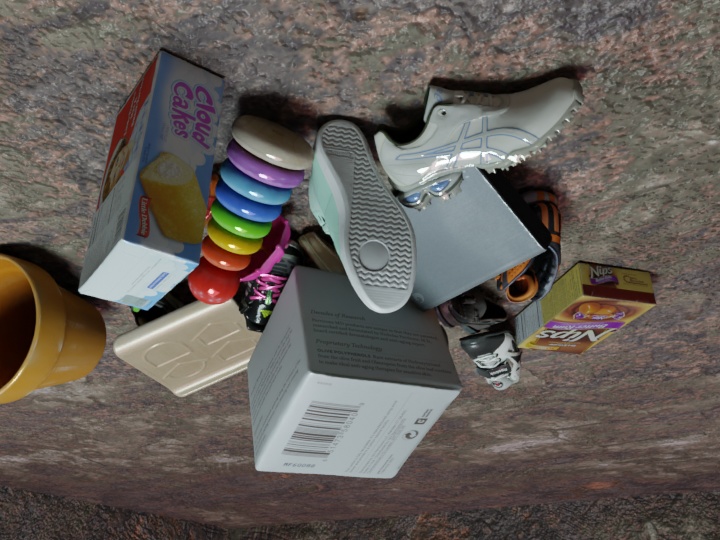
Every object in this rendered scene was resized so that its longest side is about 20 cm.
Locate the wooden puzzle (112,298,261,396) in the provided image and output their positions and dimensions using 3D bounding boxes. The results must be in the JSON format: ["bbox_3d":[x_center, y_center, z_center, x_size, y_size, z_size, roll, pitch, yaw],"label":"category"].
[{"bbox_3d":[-0.245,0.108,1.049,0.185,0.046,0.200,-24,146,1],"label":"wooden puzzle"}]

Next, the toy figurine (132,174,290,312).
[{"bbox_3d":[-0.171,-0.054,0.792,0.184,0.150,0.200,-4,130,-19],"label":"toy figurine"}]

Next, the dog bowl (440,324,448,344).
[{"bbox_3d":[0.046,0.151,1.069,0.059,0.200,0.200,34,140,-24],"label":"dog bowl"}]

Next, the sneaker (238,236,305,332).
[{"bbox_3d":[-0.123,0.026,0.939,0.074,0.088,0.200,11,151,-12],"label":"sneaker"}]

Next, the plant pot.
[{"bbox_3d":[-0.473,0.092,0.990,0.200,0.201,0.183,-8,166,17],"label":"plant pot"}]

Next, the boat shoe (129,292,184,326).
[{"bbox_3d":[-0.310,0.062,1.039,0.072,0.066,0.201,2,152,-2],"label":"boat shoe"}]

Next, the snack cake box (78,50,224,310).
[{"bbox_3d":[-0.186,-0.080,0.623,0.067,0.201,0.115,19,148,-31],"label":"snack cake box"}]

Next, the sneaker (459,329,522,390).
[{"bbox_3d":[0.220,0.144,1.107,0.074,0.089,0.200,-13,162,30],"label":"sneaker"}]

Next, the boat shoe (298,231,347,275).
[{"bbox_3d":[0.000,0.000,0.923,0.065,0.072,0.200,-46,124,8],"label":"boat shoe"}]

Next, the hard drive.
[{"bbox_3d":[0.098,-0.042,0.793,0.140,0.033,0.200,48,137,-8],"label":"hard drive"}]

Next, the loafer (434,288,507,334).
[{"bbox_3d":[0.157,0.046,0.982,0.063,0.072,0.200,-13,163,22],"label":"loafer"}]

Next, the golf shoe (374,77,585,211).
[{"bbox_3d":[0.105,-0.137,0.644,0.200,0.078,0.097,-28,115,19],"label":"golf shoe"}]

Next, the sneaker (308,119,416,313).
[{"bbox_3d":[-0.001,-0.040,0.713,0.074,0.201,0.118,-13,163,-14],"label":"sneaker"}]

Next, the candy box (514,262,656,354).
[{"bbox_3d":[0.327,0.063,1.031,0.116,0.057,0.200,7,153,-13],"label":"candy box"}]

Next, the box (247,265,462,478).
[{"bbox_3d":[-0.019,0.133,0.870,0.199,0.172,0.199,10,130,-24],"label":"box"}]

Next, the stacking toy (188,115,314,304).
[{"bbox_3d":[-0.122,-0.050,0.702,0.085,0.085,0.200,16,113,-27],"label":"stacking toy"}]

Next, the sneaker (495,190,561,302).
[{"bbox_3d":[0.166,-0.006,0.843,0.077,0.112,0.200,13,151,-21],"label":"sneaker"}]
